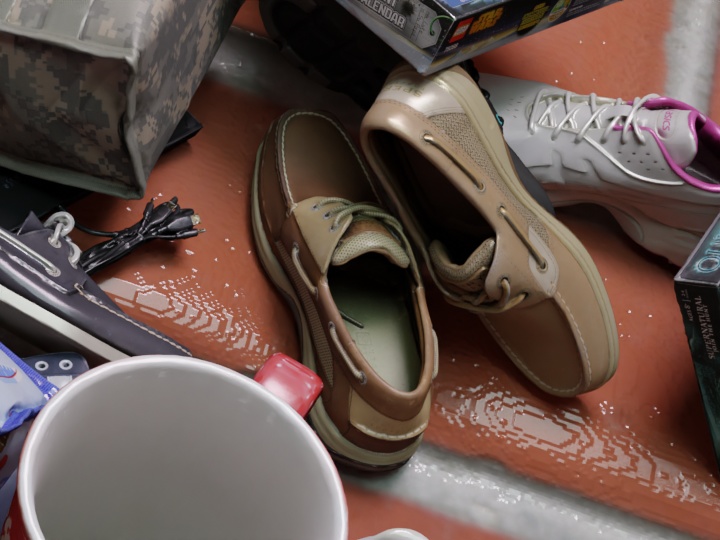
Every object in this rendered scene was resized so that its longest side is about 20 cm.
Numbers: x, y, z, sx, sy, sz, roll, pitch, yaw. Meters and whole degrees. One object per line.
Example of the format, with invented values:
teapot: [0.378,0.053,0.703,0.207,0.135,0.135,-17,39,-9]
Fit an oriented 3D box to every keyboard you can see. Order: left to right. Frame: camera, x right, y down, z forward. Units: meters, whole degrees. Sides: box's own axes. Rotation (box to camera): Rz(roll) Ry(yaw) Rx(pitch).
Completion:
keyboard: [-0.159,-0.037,1.375,0.200,0.021,0.127,-31,67,-35]

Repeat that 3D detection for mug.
mug: [-0.082,0.138,1.167,0.177,0.200,0.134,-18,65,-32]

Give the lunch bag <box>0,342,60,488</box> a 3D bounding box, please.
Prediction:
lunch bag: [-0.254,0.058,1.163,0.200,0.170,0.124,38,9,5]

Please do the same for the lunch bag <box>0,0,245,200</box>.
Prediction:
lunch bag: [-0.174,-0.145,1.375,0.200,0.118,0.164,14,49,13]

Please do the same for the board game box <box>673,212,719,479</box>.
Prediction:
board game box: [0.228,-0.001,1.443,0.028,0.135,0.200,7,41,33]

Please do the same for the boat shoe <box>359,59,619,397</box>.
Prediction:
boat shoe: [0.059,-0.009,1.371,0.200,0.071,0.065,56,43,-20]

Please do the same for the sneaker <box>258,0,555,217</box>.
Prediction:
sneaker: [0.039,-0.095,1.419,0.200,0.075,0.079,49,55,-11]

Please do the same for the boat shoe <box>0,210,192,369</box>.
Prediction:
boat shoe: [-0.156,-0.006,1.291,0.200,0.073,0.063,30,76,-12]

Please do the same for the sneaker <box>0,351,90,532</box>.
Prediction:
sneaker: [-0.197,0.041,1.270,0.108,0.070,0.200,-27,76,-30]

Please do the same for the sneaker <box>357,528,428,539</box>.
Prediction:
sneaker: [-0.020,0.198,1.230,0.078,0.079,0.200,26,53,-4]

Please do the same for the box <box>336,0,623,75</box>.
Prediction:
box: [0.045,-0.174,1.405,0.137,0.040,0.200,41,34,17]

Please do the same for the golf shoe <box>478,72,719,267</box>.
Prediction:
golf shoe: [0.134,-0.070,1.472,0.200,0.092,0.075,20,52,-6]

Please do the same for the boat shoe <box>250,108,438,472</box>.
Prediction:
boat shoe: [0.000,0.000,1.378,0.075,0.074,0.200,-3,58,-24]
